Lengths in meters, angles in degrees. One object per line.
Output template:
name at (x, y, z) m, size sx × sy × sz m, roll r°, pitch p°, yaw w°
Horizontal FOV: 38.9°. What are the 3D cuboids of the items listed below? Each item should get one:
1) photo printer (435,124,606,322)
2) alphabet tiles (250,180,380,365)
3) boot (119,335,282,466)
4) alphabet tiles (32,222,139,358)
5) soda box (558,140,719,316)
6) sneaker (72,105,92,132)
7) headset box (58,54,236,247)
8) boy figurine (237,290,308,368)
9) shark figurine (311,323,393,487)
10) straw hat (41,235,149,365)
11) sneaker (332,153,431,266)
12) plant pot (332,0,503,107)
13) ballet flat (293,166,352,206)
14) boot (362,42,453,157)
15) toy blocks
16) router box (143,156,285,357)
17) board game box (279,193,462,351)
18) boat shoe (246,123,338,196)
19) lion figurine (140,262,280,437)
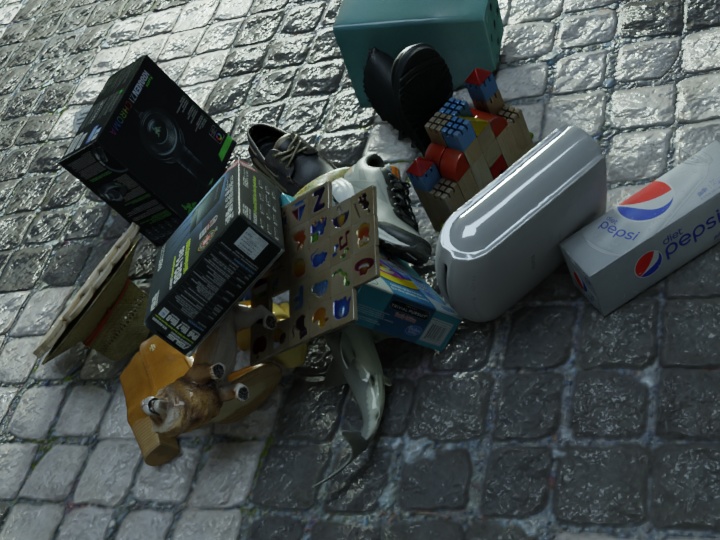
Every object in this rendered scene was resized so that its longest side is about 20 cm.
photo printer at (0.163, -0.038, 1.054) m, size 0.199 × 0.167 × 0.070 m, roll -38°, pitch 62°, yaw -8°
alphabet tiles at (-0.051, -0.007, 1.058) m, size 0.199 × 0.008 × 0.169 m, roll -25°, pitch 57°, yaw 41°
boot at (-0.193, 0.117, 1.176) m, size 0.200 × 0.071 × 0.145 m, roll -34°, pitch 52°, yaw 10°
alphabet tiles at (-0.359, 0.025, 1.334) m, size 0.201 × 0.015 × 0.195 m, roll -58°, pitch 15°, yaw -26°
soda box at (0.307, -0.044, 1.044) m, size 0.199 × 0.068 × 0.064 m, roll -33°, pitch 42°, yaw 0°
sneaker at (-0.346, -0.179, 1.557) m, size 0.199 × 0.080 × 0.079 m, roll 35°, pitch 77°, yaw 19°
headset box at (-0.284, -0.158, 1.409) m, size 0.092 × 0.200 × 0.175 m, roll -17°, pitch 41°, yaw 39°
boy figurine at (-0.126, 0.054, 1.184) m, size 0.123 × 0.065 × 0.200 m, roll -2°, pitch 20°, yaw -32°
shark figurine at (-0.015, 0.124, 1.090) m, size 0.089 × 0.127 × 0.217 m, roll -34°, pitch 54°, yaw 36°
straw hat at (-0.306, 0.061, 1.285) m, size 0.201 × 0.085 × 0.201 m, roll -48°, pitch 15°, yaw 17°
sneaker at (0.029, -0.075, 1.172) m, size 0.080 × 0.074 × 0.200 m, roll -49°, pitch 39°, yaw 9°
plant pot at (0.088, -0.328, 1.393) m, size 0.198 × 0.142 × 0.142 m, roll -1°, pitch 50°, yaw 20°
ballet flat at (-0.076, -0.063, 1.283) m, size 0.198 × 0.071 × 0.071 m, roll -26°, pitch 42°, yaw 12°
boot at (0.055, -0.230, 1.278) m, size 0.073 × 0.199 × 0.163 m, roll -32°, pitch 48°, yaw -6°
toy blocks at (0.126, -0.138, 1.187) m, size 0.099 × 0.137 × 0.200 m, roll 24°, pitch 66°, yaw 42°
router box at (-0.152, -0.020, 1.070) m, size 0.150 × 0.062 × 0.200 m, roll -48°, pitch 20°, yaw 13°
board game box at (0.000, 0.000, 1.120) m, size 0.047 × 0.150 × 0.200 m, roll -58°, pitch 41°, yaw 14°
boat shoe at (-0.096, -0.145, 1.370) m, size 0.075 × 0.074 × 0.199 m, roll -47°, pitch 44°, yaw -16°
lion figurine at (-0.154, 0.084, 1.085) m, size 0.122 × 0.072 × 0.201 m, roll -18°, pitch 40°, yaw 52°
